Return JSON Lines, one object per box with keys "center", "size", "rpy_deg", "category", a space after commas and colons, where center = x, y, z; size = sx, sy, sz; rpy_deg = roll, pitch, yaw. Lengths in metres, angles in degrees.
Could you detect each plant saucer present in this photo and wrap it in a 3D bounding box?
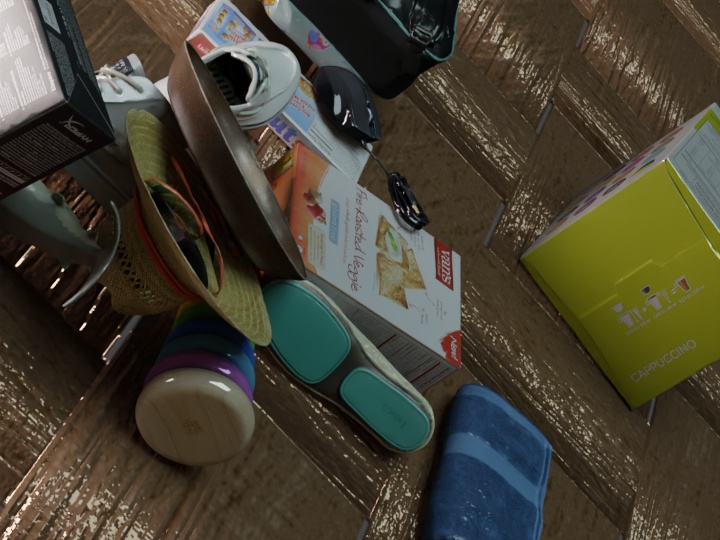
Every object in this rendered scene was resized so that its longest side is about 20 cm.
{"center": [-0.097, -0.077, 1.250], "size": [0.200, 0.032, 0.202], "rpy_deg": [-90, 154, -86], "category": "plant saucer"}

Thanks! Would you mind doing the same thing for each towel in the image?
{"center": [0.110, 0.187, 1.398], "size": [0.111, 0.048, 0.201], "rpy_deg": [41, 36, -17], "category": "towel"}

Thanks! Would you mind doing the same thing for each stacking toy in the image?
{"center": [-0.111, 0.047, 1.229], "size": [0.085, 0.085, 0.201], "rpy_deg": [37, 32, -23], "category": "stacking toy"}

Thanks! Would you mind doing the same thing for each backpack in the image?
{"center": [0.010, -0.279, 1.590], "size": [0.175, 0.153, 0.201], "rpy_deg": [41, 45, -23], "category": "backpack"}

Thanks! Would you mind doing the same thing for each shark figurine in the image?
{"center": [-0.238, -0.034, 1.130], "size": [0.089, 0.129, 0.214], "rpy_deg": [-39, 66, -18], "category": "shark figurine"}

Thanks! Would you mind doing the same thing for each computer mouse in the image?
{"center": [0.015, -0.117, 1.497], "size": [0.058, 0.034, 0.201], "rpy_deg": [25, 29, -57], "category": "computer mouse"}

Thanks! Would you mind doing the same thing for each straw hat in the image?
{"center": [-0.145, -0.011, 1.159], "size": [0.202, 0.084, 0.201], "rpy_deg": [59, 8, -14], "category": "straw hat"}

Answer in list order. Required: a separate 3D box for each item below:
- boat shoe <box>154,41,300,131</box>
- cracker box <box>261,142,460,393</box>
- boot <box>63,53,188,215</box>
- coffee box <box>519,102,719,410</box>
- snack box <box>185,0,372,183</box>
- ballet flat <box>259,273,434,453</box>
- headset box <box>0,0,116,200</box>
{"center": [-0.104, -0.153, 1.394], "size": [0.200, 0.067, 0.074], "rpy_deg": [-35, 94, -48], "category": "boat shoe"}
{"center": [0.000, 0.000, 1.419], "size": [0.199, 0.057, 0.135], "rpy_deg": [34, 39, -29], "category": "cracker box"}
{"center": [-0.202, -0.128, 1.198], "size": [0.074, 0.096, 0.200], "rpy_deg": [44, -3, 41], "category": "boot"}
{"center": [0.322, -0.016, 1.702], "size": [0.201, 0.199, 0.198], "rpy_deg": [53, 34, -2], "category": "coffee box"}
{"center": [-0.071, -0.158, 1.501], "size": [0.200, 0.024, 0.072], "rpy_deg": [44, 35, -15], "category": "snack box"}
{"center": [-0.019, 0.073, 1.345], "size": [0.200, 0.067, 0.062], "rpy_deg": [47, 6, -16], "category": "ballet flat"}
{"center": [-0.276, -0.113, 1.063], "size": [0.150, 0.198, 0.075], "rpy_deg": [68, 11, 21], "category": "headset box"}
